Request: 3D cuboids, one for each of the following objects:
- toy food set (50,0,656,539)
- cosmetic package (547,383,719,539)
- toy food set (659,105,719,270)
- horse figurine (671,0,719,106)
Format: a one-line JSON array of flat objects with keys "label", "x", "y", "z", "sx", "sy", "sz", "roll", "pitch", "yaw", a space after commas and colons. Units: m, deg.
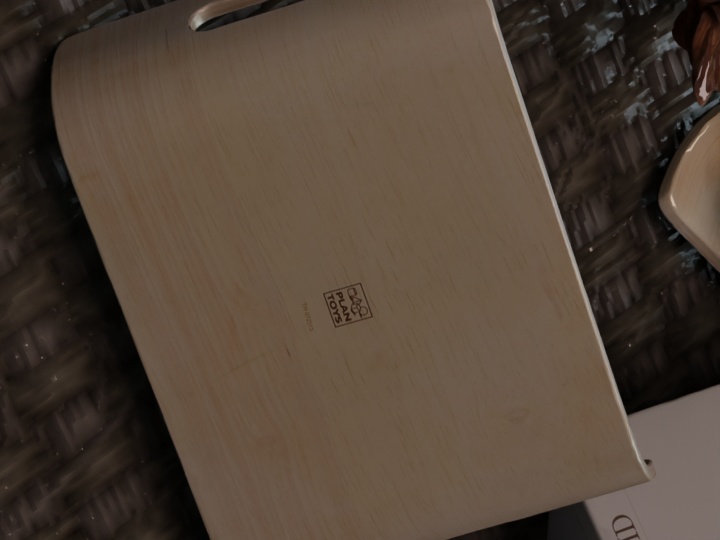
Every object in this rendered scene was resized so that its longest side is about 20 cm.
[{"label": "toy food set", "x": 0.000, "y": 0.000, "z": 0.865, "sx": 0.143, "sy": 0.060, "sz": 0.201, "roll": -16, "pitch": 109, "yaw": 12}, {"label": "cosmetic package", "x": 0.175, "y": 0.090, "z": 0.944, "sx": 0.199, "sy": 0.108, "sz": 0.085, "roll": -18, "pitch": 149, "yaw": -11}, {"label": "toy food set", "x": 0.229, "y": -0.024, "z": 0.974, "sx": 0.143, "sy": 0.199, "sz": 0.061, "roll": 41, "pitch": 44, "yaw": -30}, {"label": "horse figurine", "x": 0.184, "y": -0.123, "z": 0.960, "sx": 0.199, "sy": 0.132, "sz": 0.050, "roll": -28, "pitch": 96, "yaw": -12}]
